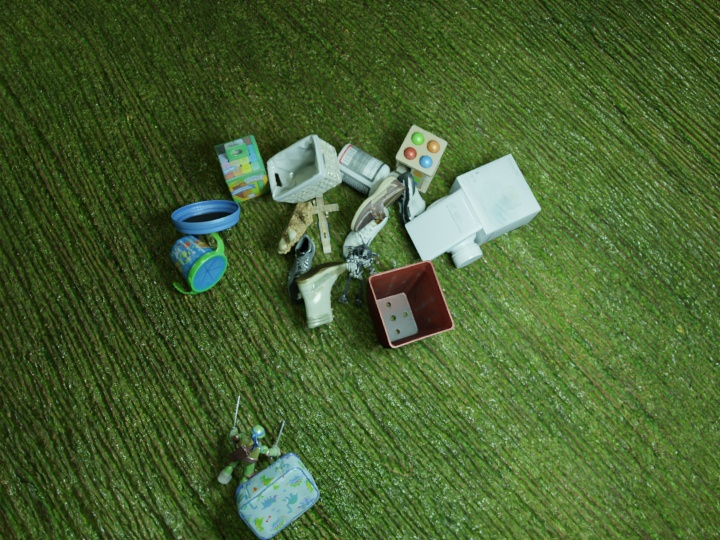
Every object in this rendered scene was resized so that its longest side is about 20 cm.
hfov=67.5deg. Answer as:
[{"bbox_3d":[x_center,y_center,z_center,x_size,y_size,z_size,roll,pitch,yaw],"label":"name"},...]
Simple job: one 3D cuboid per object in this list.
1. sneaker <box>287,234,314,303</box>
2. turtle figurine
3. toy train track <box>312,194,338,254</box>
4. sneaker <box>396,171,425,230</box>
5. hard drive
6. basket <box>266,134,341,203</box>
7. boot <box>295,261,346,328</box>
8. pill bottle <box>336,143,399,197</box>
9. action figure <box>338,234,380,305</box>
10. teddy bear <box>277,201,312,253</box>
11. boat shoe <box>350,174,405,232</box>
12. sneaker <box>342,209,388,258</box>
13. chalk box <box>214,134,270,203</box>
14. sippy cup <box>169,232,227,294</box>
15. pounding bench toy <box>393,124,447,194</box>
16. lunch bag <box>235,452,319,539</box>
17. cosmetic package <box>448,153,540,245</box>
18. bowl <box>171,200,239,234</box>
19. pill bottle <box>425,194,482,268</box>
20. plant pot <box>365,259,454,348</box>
[{"bbox_3d":[-0.178,-0.012,1.587,0.073,0.116,0.205,5,74,-1],"label":"sneaker"},{"bbox_3d":[-0.298,0.490,1.470,0.142,0.200,0.197,24,98,-25],"label":"turtle figurine"},{"bbox_3d":[-0.117,-0.153,1.671,0.112,0.033,0.205,-8,77,-5],"label":"toy train track"},{"bbox_3d":[0.154,-0.217,1.636,0.079,0.202,0.073,-33,48,-21],"label":"sneaker"},{"bbox_3d":[0.243,-0.129,1.583,0.198,0.025,0.134,-32,76,20],"label":"hard drive"},{"bbox_3d":[-0.166,-0.295,1.618,0.197,0.122,0.139,-21,73,32],"label":"basket"},{"bbox_3d":[-0.103,0.067,1.586,0.071,0.199,0.158,0,109,37],"label":"boot"},{"bbox_3d":[0.020,-0.297,1.675,0.198,0.114,0.115,31,76,5],"label":"pill bottle"},{"bbox_3d":[0.000,0.000,1.577,0.116,0.102,0.205,13,94,-18],"label":"action figure"},{"bbox_3d":[-0.188,-0.125,1.605,0.066,0.201,0.146,30,110,-13],"label":"teddy bear"},{"bbox_3d":[0.053,-0.181,1.570,0.072,0.072,0.200,42,90,18],"label":"boat shoe"},{"bbox_3d":[0.013,-0.120,1.645,0.076,0.081,0.201,35,77,5],"label":"sneaker"},{"bbox_3d":[-0.354,-0.311,1.615,0.122,0.200,0.126,-19,76,-7],"label":"chalk box"},{"bbox_3d":[-0.482,-0.029,1.577,0.130,0.141,0.178,37,64,19],"label":"sippy cup"},{"bbox_3d":[0.198,-0.378,1.683,0.122,0.156,0.203,26,75,5],"label":"pounding bench toy"},{"bbox_3d":[-0.217,0.593,1.412,0.198,0.082,0.162,-35,118,-10],"label":"lunch bag"},{"bbox_3d":[0.413,-0.217,1.669,0.197,0.123,0.202,-24,77,-10],"label":"cosmetic package"},{"bbox_3d":[-0.452,-0.157,1.588,0.196,0.201,0.040,-6,116,-4],"label":"bowl"},{"bbox_3d":[0.288,-0.117,1.639,0.112,0.115,0.203,-22,77,-8],"label":"pill bottle"},{"bbox_3d":[0.117,0.113,1.527,0.196,0.176,0.204,-14,76,-19],"label":"plant pot"}]
